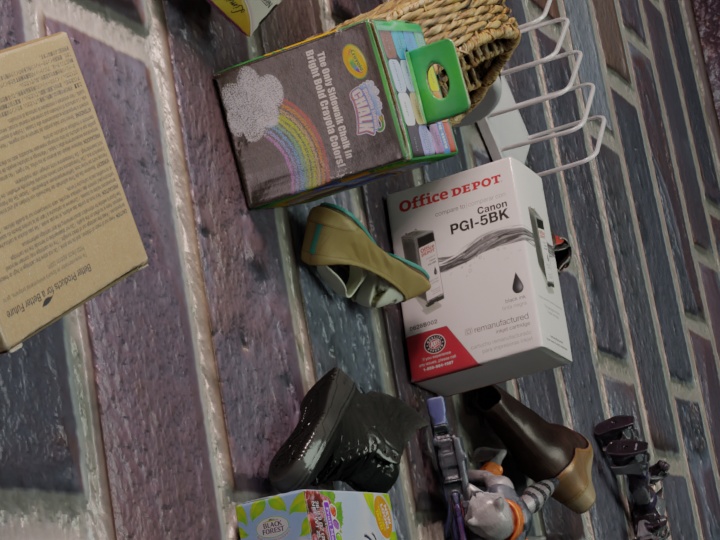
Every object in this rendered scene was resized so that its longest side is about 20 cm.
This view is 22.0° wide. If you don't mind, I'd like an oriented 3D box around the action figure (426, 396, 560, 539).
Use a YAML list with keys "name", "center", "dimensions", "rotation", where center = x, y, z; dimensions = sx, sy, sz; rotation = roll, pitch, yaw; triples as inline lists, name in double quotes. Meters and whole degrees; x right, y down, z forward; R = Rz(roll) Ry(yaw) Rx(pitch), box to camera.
- name: "action figure"
  center: [0.131, 0.211, 1.796]
  dimensions: [0.193, 0.104, 0.201]
  rotation: [-17, 95, -78]

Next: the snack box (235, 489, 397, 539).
- name: "snack box"
  center: [-0.018, 0.274, 1.433]
  dimensions: [0.169, 0.067, 0.201]
  rotation: [19, 59, -65]

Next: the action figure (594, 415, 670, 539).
- name: "action figure"
  center: [0.359, 0.278, 2.347]
  dimensions: [0.130, 0.069, 0.200]
  rotation: [-86, 154, -51]

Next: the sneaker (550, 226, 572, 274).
- name: "sneaker"
  center: [0.215, -0.011, 2.167]
  dimensions: [0.077, 0.082, 0.200]
  rotation: [69, 23, -14]

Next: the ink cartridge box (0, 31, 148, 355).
- name: "ink cartridge box"
  center: [-0.225, -0.047, 1.136]
  dimensions: [0.200, 0.075, 0.166]
  rotation: [-40, 114, -67]

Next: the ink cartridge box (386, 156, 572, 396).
- name: "ink cartridge box"
  center: [0.115, 0.007, 1.826]
  dimensions: [0.083, 0.146, 0.201]
  rotation: [27, 50, -59]

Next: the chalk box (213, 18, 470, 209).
- name: "chalk box"
  center: [0.000, -0.139, 1.572]
  dimensions: [0.124, 0.199, 0.125]
  rotation: [-14, 88, -68]

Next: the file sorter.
- name: "file sorter"
  center: [0.205, -0.224, 2.228]
  dimensions: [0.201, 0.124, 0.139]
  rotation: [65, 24, -23]

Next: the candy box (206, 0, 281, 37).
- name: "candy box"
  center: [-0.074, -0.309, 1.519]
  dimensions: [0.061, 0.200, 0.136]
  rotation: [43, 3, 35]

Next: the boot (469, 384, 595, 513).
- name: "boot"
  center: [0.177, 0.163, 1.973]
  dimensions: [0.166, 0.072, 0.200]
  rotation: [48, 5, -15]

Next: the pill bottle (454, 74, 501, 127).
- name: "pill bottle"
  center: [0.090, -0.264, 1.991]
  dimensions: [0.114, 0.114, 0.201]
  rotation: [45, 35, -51]

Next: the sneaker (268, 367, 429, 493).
- name: "sneaker"
  center: [-0.006, 0.148, 1.522]
  dimensions: [0.104, 0.060, 0.200]
  rotation: [46, 25, -11]

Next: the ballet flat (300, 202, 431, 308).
- name: "ballet flat"
  center: [0.000, 0.000, 1.691]
  dimensions: [0.200, 0.068, 0.063]
  rotation: [36, 71, -54]

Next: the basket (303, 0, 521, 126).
- name: "basket"
  center: [0.070, -0.193, 1.783]
  dimensions: [0.200, 0.142, 0.150]
  rotation: [-31, 105, -45]
